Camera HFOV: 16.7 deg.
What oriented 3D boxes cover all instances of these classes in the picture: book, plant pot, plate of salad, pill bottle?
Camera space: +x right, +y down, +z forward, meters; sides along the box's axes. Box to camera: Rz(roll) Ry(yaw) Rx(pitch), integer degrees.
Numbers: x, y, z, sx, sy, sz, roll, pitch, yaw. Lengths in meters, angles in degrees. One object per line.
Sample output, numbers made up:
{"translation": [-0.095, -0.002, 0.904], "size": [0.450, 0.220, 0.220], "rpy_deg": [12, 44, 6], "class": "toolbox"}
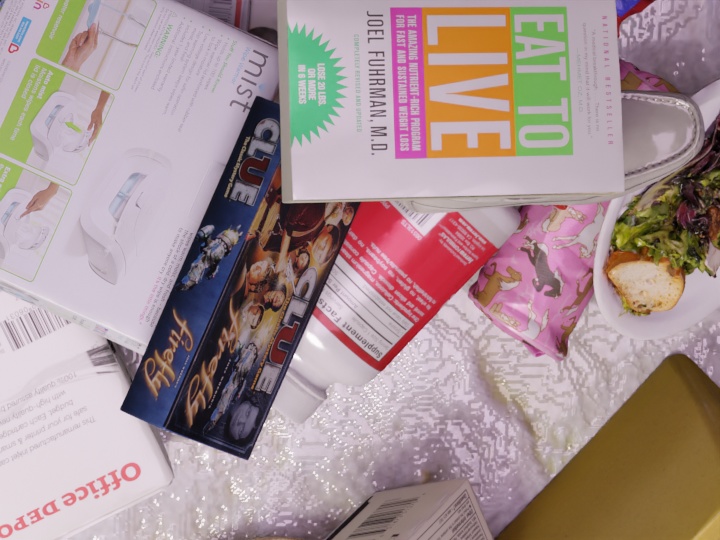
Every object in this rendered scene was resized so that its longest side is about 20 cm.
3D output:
{"translation": [0.051, -0.108, 1.429], "size": [0.198, 0.048, 0.135], "rpy_deg": [-2, 90, -13], "class": "book"}
{"translation": [0.234, 0.208, 1.640], "size": [0.200, 0.176, 0.200], "rpy_deg": [43, 92, -14], "class": "plant pot"}
{"translation": [0.232, -0.037, 1.609], "size": [0.199, 0.048, 0.201], "rpy_deg": [-25, 134, -30], "class": "plate of salad"}
{"translation": [0.000, 0.000, 1.597], "size": [0.112, 0.112, 0.200], "rpy_deg": [43, 95, -13], "class": "pill bottle"}

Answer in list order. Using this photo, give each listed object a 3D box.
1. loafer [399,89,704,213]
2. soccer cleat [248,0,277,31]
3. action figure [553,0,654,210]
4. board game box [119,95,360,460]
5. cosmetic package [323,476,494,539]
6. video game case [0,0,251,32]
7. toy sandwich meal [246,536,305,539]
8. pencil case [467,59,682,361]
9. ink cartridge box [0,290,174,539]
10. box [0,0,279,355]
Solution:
{"translation": [0.116, -0.073, 1.502], "size": [0.198, 0.070, 0.071], "rpy_deg": [-13, 85, -3], "class": "loafer"}
{"translation": [0.004, -0.142, 1.598], "size": [0.199, 0.069, 0.086], "rpy_deg": [29, 100, -8], "class": "soccer cleat"}
{"translation": [0.134, -0.152, 1.571], "size": [0.099, 0.065, 0.201], "rpy_deg": [37, 75, -43], "class": "action figure"}
{"translation": [-0.065, 0.008, 1.485], "size": [0.034, 0.135, 0.201], "rpy_deg": [22, 87, 22], "class": "board game box"}
{"translation": [0.054, 0.254, 1.649], "size": [0.087, 0.103, 0.201], "rpy_deg": [-14, 105, 37], "class": "cosmetic package"}
{"translation": [-0.173, -0.135, 1.574], "size": [0.198, 0.017, 0.144], "rpy_deg": [7, 106, 0], "class": "video game case"}
{"translation": [-0.063, 0.282, 1.665], "size": [0.203, 0.070, 0.207], "rpy_deg": [-2, 101, -8], "class": "toy sandwich meal"}
{"translation": [0.150, -0.039, 1.628], "size": [0.086, 0.083, 0.201], "rpy_deg": [32, 94, -15], "class": "pencil case"}
{"translation": [-0.228, 0.074, 1.594], "size": [0.145, 0.084, 0.201], "rpy_deg": [-25, 103, -4], "class": "ink cartridge box"}
{"translation": [-0.161, -0.073, 1.498], "size": [0.175, 0.097, 0.201], "rpy_deg": [24, 82, -6], "class": "box"}
